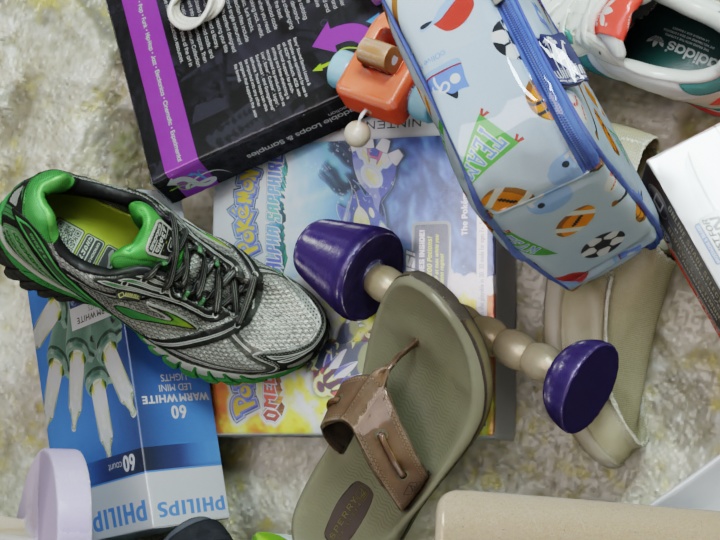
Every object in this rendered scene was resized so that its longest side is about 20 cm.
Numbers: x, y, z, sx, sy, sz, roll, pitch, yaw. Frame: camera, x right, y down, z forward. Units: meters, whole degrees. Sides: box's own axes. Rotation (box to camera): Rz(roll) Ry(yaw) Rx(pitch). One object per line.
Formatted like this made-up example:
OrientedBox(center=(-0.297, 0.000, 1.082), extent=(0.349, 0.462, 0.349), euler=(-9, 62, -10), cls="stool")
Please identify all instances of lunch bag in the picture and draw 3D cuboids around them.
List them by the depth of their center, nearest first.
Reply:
OrientedBox(center=(0.079, -0.086, 0.870), extent=(0.075, 0.200, 0.161), euler=(-26, 63, 11), cls="lunch bag")

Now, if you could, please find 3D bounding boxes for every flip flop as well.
OrientedBox(center=(0.006, 0.092, 0.924), extent=(0.081, 0.058, 0.200), euler=(42, 122, 24), cls="flip flop")

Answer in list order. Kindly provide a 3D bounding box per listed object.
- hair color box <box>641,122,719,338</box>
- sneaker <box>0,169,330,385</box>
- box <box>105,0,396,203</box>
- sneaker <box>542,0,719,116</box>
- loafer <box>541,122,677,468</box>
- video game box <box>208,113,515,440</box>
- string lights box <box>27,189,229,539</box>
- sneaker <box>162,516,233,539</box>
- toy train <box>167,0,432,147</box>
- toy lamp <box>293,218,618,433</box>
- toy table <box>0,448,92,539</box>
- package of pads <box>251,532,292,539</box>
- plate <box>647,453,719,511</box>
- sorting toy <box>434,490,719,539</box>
OrientedBox(center=(0.259, -0.048, 0.906), extent=(0.200, 0.064, 0.111), euler=(-26, 75, -3), cls="hair color box")
OrientedBox(center=(-0.108, 0.006, 0.971), extent=(0.199, 0.085, 0.078), euler=(21, 71, -14), cls="sneaker")
OrientedBox(center=(-0.046, -0.142, 1.042), extent=(0.199, 0.036, 0.143), euler=(-23, 60, 11), cls="box")
OrientedBox(center=(0.136, -0.145, 0.972), extent=(0.199, 0.093, 0.071), euler=(24, 92, 21), cls="sneaker")
OrientedBox(center=(0.141, 0.008, 0.963), extent=(0.068, 0.076, 0.201), euler=(-9, 80, 25), cls="loafer")
OrientedBox(center=(0.000, 0.000, 1.034), extent=(0.182, 0.047, 0.201), euler=(-2, 83, 23), cls="video game box")
OrientedBox(center=(-0.144, 0.060, 1.053), extent=(0.103, 0.059, 0.201), euler=(-21, 75, 46), cls="string lights box")
OrientedBox(center=(-0.142, 0.190, 1.017), extent=(0.088, 0.074, 0.200), euler=(53, 132, 25), cls="sneaker")
OrientedBox(center=(-0.022, -0.166, 0.991), extent=(0.200, 0.056, 0.150), euler=(27, 77, 28), cls="toy train")
OrientedBox(center=(0.045, 0.024, 0.947), extent=(0.200, 0.058, 0.058), euler=(28, 94, 33), cls="toy lamp")
OrientedBox(center=(-0.229, 0.179, 1.000), extent=(0.184, 0.117, 0.200), euler=(-109, 28, -48), cls="toy table")
OrientedBox(center=(-0.006, 0.263, 0.993), extent=(0.200, 0.068, 0.155), euler=(29, 94, 24), cls="package of pads")
OrientedBox(center=(0.220, 0.203, 0.935), extent=(0.200, 0.032, 0.200), euler=(-37, 74, 13), cls="plate")
OrientedBox(center=(0.119, 0.219, 0.895), extent=(0.184, 0.036, 0.201), euler=(6, 80, -13), cls="sorting toy")
